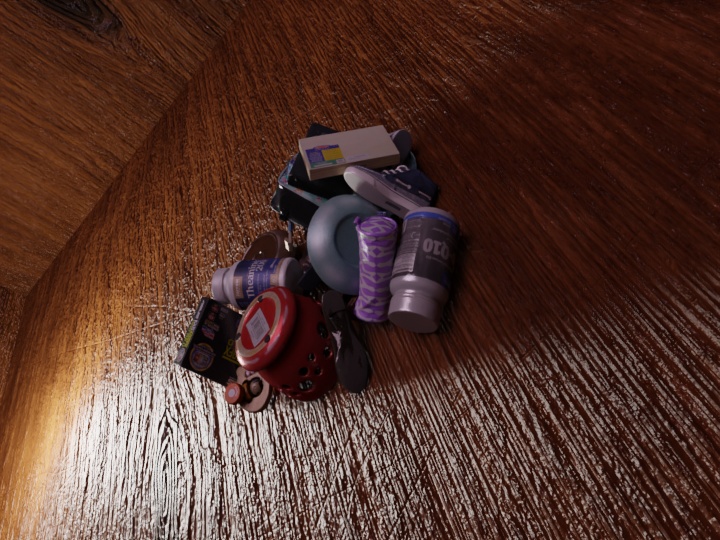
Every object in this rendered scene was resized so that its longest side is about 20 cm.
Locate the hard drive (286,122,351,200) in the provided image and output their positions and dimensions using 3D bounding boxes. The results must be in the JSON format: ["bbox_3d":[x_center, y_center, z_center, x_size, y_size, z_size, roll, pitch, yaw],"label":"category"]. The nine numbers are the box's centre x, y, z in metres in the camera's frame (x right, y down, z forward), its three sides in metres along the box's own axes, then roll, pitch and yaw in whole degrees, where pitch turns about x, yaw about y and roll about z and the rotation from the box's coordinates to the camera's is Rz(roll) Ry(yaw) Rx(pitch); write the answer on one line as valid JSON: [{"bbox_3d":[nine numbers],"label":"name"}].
[{"bbox_3d":[-0.071,-0.239,1.323,0.033,0.135,0.204,113,174,-46],"label":"hard drive"}]

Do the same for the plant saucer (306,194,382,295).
[{"bbox_3d":[-0.010,-0.056,1.201,0.039,0.196,0.207,-24,43,66],"label":"plant saucer"}]

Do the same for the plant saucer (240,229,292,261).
[{"bbox_3d":[-0.247,-0.017,1.491,0.197,0.034,0.206,-29,45,33],"label":"plant saucer"}]

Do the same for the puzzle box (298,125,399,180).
[{"bbox_3d":[-0.026,-0.250,1.261,0.193,0.026,0.135,-11,42,-9],"label":"puzzle box"}]

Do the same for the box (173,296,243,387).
[{"bbox_3d":[-0.310,0.178,1.385,0.044,0.198,0.165,1,63,49],"label":"box"}]

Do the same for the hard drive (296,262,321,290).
[{"bbox_3d":[-0.061,-0.049,1.312,0.202,0.042,0.135,-52,7,12],"label":"hard drive"}]

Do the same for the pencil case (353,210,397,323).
[{"bbox_3d":[0.027,-0.002,1.138,0.082,0.207,0.084,5,26,10],"label":"pencil case"}]

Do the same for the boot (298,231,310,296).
[{"bbox_3d":[-0.146,-0.022,1.461,0.204,0.063,0.186,-60,34,5],"label":"boot"}]

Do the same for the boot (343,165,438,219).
[{"bbox_3d":[0.064,-0.179,1.225,0.093,0.196,0.072,-65,15,-19],"label":"boot"}]

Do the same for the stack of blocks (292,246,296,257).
[{"bbox_3d":[-0.231,0.033,1.514,0.113,0.058,0.206,-24,48,37],"label":"stack of blocks"}]

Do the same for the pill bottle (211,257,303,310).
[{"bbox_3d":[-0.235,0.032,1.365,0.193,0.112,0.114,-3,58,19],"label":"pill bottle"}]

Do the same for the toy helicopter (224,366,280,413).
[{"bbox_3d":[-0.223,0.217,1.356,0.128,0.079,0.207,-4,68,27],"label":"toy helicopter"}]

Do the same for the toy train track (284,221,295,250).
[{"bbox_3d":[-0.182,-0.119,1.456,0.031,0.117,0.203,-8,41,-2],"label":"toy train track"}]

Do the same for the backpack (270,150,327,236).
[{"bbox_3d":[-0.104,-0.198,1.409,0.153,0.173,0.201,-63,1,32],"label":"backpack"}]

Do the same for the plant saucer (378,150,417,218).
[{"bbox_3d":[0.057,-0.183,1.363,0.197,0.027,0.205,-30,44,33],"label":"plant saucer"}]

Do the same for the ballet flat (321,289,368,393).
[{"bbox_3d":[-0.033,0.138,1.174,0.065,0.046,0.206,-17,79,-8],"label":"ballet flat"}]

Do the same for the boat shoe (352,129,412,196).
[{"bbox_3d":[0.033,-0.229,1.339,0.085,0.074,0.206,11,66,57],"label":"boat shoe"}]

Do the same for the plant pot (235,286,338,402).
[{"bbox_3d":[-0.144,0.143,1.237,0.197,0.181,0.206,-27,45,30],"label":"plant pot"}]

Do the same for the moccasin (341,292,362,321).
[{"bbox_3d":[-0.001,0.000,1.255,0.072,0.077,0.207,1,66,49],"label":"moccasin"}]

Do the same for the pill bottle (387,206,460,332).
[{"bbox_3d":[0.114,0.000,1.093,0.112,0.113,0.206,-10,57,44],"label":"pill bottle"}]
